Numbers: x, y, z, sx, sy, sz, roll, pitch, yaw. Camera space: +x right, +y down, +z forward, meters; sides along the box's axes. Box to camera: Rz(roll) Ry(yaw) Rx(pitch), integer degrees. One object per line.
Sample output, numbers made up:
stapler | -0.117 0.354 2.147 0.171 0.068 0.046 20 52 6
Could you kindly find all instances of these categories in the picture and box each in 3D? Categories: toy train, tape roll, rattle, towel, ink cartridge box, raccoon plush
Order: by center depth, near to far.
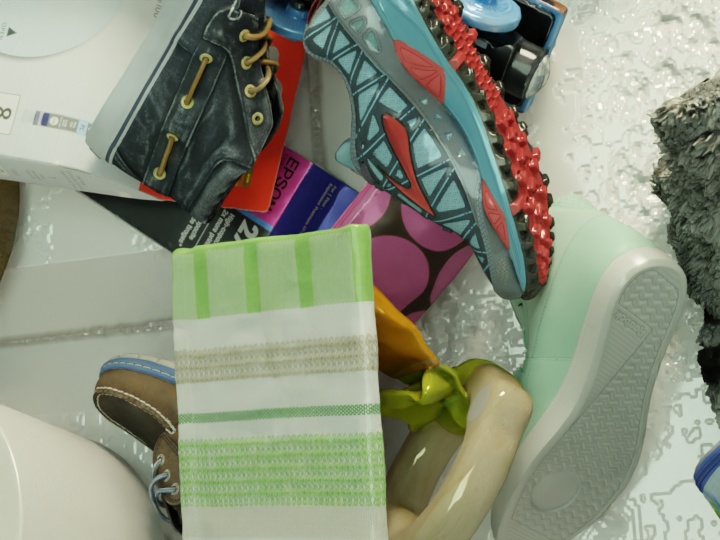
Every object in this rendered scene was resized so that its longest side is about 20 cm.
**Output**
raccoon plush | 0.210 -0.011 0.940 0.096 0.134 0.202 -16 78 13
rattle | -0.004 0.121 0.942 0.201 0.142 0.130 -57 29 4
towel | -0.041 0.082 0.943 0.148 0.031 0.203 -5 86 40
tape roll | -0.231 0.179 1.024 0.201 0.139 0.205 -12 65 28
toy train | 0.030 -0.163 1.027 0.198 0.114 0.087 27 125 13
ink cartridge box | -0.137 -0.127 1.074 0.198 0.047 0.162 8 72 14
ink cartridge box | -0.090 -0.050 1.093 0.199 0.037 0.095 32 92 16

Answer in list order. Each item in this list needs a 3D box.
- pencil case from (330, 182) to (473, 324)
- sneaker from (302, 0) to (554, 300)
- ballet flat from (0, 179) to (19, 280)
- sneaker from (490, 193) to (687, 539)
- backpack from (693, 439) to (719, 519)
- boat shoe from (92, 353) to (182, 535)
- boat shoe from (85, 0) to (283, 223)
pencil case | 0.000 0.000 1.023 0.201 0.093 0.091 -52 29 2
sneaker | 0.036 -0.070 0.954 0.095 0.079 0.202 -23 97 25
ballet flat | -0.272 0.010 1.120 0.067 0.072 0.202 18 88 18
sneaker | 0.113 0.057 1.009 0.118 0.073 0.202 53 127 55
backpack | 0.255 0.120 0.875 0.182 0.200 0.148 -37 74 10
boat shoe | -0.088 0.117 1.033 0.199 0.073 0.073 26 59 24
boat shoe | -0.071 -0.125 0.997 0.090 0.071 0.201 34 115 -1
